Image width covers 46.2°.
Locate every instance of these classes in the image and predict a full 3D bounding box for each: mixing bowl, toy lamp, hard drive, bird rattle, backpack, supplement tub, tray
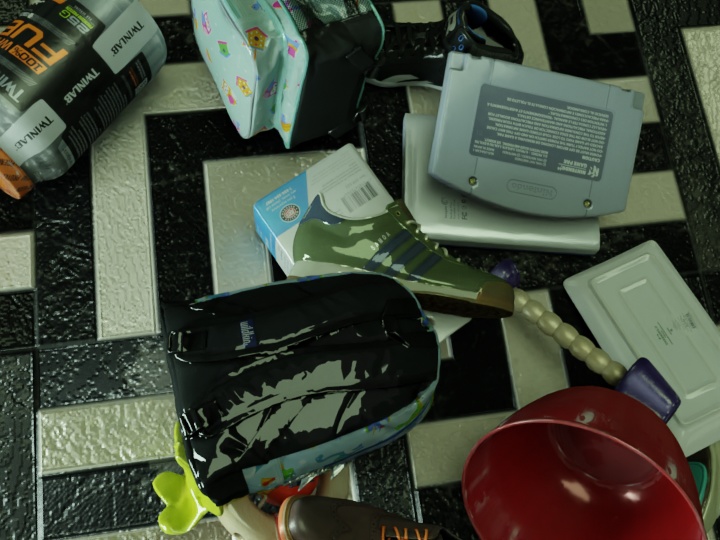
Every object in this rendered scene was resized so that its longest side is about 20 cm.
[{"bbox_3d":[0.194,0.172,0.701,0.199,0.202,0.108,37,43,7],"label":"mixing bowl"},{"bbox_3d":[0.197,0.068,0.764,0.058,0.059,0.199,-40,62,-16],"label":"toy lamp"},{"bbox_3d":[0.139,-0.087,0.850,0.195,0.025,0.135,4,72,-5],"label":"hard drive"},{"bbox_3d":[-0.070,0.185,0.703,0.198,0.113,0.164,35,55,3],"label":"bird rattle"},{"bbox_3d":[-0.035,0.080,0.651,0.196,0.155,0.165,-23,59,-1],"label":"backpack"},{"bbox_3d":[-0.284,-0.172,0.781,0.121,0.123,0.201,34,71,6],"label":"supplement tub"},{"bbox_3d":[-0.079,-0.238,0.798,0.150,0.176,0.204,-15,70,-15],"label":"backpack"},{"bbox_3d":[0.282,0.063,0.783,0.105,0.022,0.202,-23,59,-5],"label":"tray"}]

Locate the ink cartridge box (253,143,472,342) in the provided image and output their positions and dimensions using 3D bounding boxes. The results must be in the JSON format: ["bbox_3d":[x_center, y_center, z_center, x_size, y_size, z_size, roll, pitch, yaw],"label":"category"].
[{"bbox_3d":[0.000,0.000,0.784,0.115,0.067,0.202,-32,78,-15],"label":"ink cartridge box"}]

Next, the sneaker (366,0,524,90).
[{"bbox_3d":[0.068,-0.235,0.846,0.195,0.112,0.075,13,69,-2],"label":"sneaker"}]

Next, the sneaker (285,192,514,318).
[{"bbox_3d":[0.039,-0.018,0.722,0.195,0.067,0.092,8,76,-1],"label":"sneaker"}]

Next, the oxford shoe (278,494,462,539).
[{"bbox_3d":[0.026,0.217,0.672,0.198,0.072,0.072,27,44,-27],"label":"oxford shoe"}]

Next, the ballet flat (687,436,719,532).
[{"bbox_3d":[0.309,0.178,0.766,0.068,0.070,0.204,19,70,1],"label":"ballet flat"}]

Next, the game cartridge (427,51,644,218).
[{"bbox_3d":[0.166,-0.122,0.806,0.195,0.042,0.136,10,98,-8],"label":"game cartridge"}]
